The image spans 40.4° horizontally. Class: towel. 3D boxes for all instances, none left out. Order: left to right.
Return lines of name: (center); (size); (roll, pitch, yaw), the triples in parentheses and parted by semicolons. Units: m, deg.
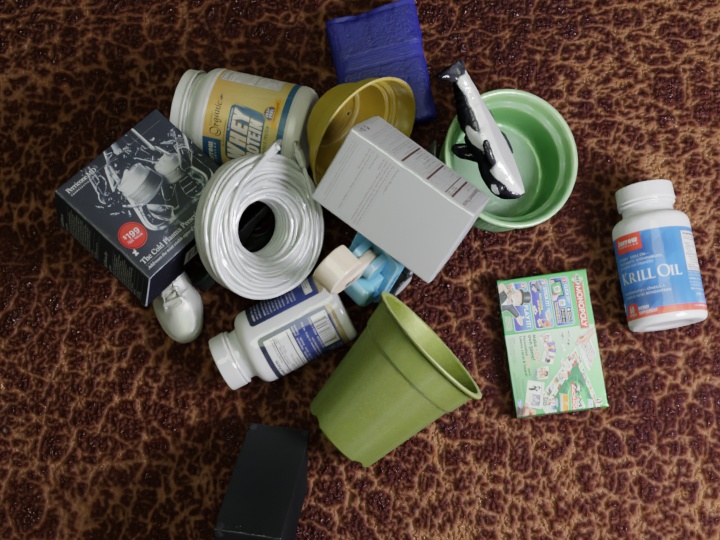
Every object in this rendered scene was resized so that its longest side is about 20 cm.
towel: (0.033, -0.310, 1.524); (0.146, 0.050, 0.203); (-13, 79, 10)

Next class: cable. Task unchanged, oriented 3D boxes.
cable: (-0.141, -0.063, 1.369); (0.199, 0.069, 0.202); (-36, 118, -28)

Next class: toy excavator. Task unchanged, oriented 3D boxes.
toy excavator: (0.000, 0.000, 1.366); (0.100, 0.195, 0.200); (43, 57, 10)

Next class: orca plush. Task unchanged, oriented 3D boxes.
orca plush: (0.149, -0.179, 1.337); (0.071, 0.106, 0.201); (-24, 114, 25)

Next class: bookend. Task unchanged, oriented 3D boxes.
bookend: (-0.133, 0.358, 1.369); (0.091, 0.201, 0.201); (7, 35, 6)

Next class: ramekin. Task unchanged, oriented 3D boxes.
ramekin: (0.207, -0.153, 1.431); (0.197, 0.098, 0.203); (1, 82, -9)

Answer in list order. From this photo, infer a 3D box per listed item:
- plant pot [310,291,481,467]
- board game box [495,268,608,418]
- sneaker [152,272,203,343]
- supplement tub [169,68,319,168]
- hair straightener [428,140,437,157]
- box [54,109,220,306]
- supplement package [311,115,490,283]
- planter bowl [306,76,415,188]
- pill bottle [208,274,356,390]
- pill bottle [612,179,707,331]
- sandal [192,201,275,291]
plant pot: (0.035, 0.167, 1.372); (0.190, 0.200, 0.200); (-45, 78, 9)
board game box: (0.277, 0.107, 1.428); (0.133, 0.029, 0.203); (-7, 78, 3)
sneaker: (-0.291, 0.009, 1.464); (0.074, 0.089, 0.202); (-17, 77, 1)
supplement tub: (-0.171, -0.221, 1.470); (0.197, 0.145, 0.147); (13, 80, 7)
hair straightener: (0.094, -0.099, 1.478); (0.076, 0.041, 0.203); (12, 86, -8)
box: (-0.300, -0.091, 1.399); (0.182, 0.104, 0.200); (41, 62, 5)
supplement package: (0.056, -0.099, 1.326); (0.199, 0.117, 0.117); (36, 114, 5)
planter bowl: (-0.017, -0.208, 1.425); (0.201, 0.201, 0.083); (-46, 60, -5)
pill bottle: (-0.114, 0.092, 1.422); (0.198, 0.111, 0.112); (-27, 78, -1)
pill bottle: (0.421, -0.021, 1.398); (0.111, 0.112, 0.203); (-9, 78, 3)
sandal: (-0.175, -0.045, 1.483); (0.048, 0.075, 0.201); (41, 85, -23)
